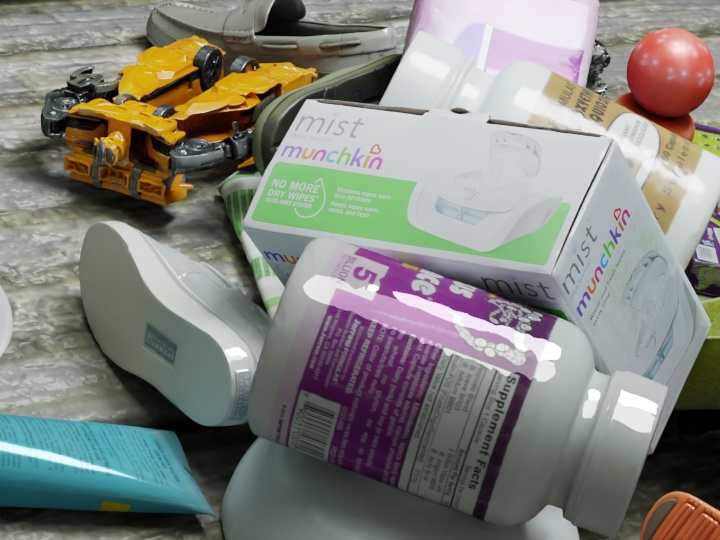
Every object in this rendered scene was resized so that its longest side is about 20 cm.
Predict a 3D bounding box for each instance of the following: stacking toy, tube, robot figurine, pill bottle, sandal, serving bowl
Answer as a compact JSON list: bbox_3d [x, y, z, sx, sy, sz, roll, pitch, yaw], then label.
[{"bbox_3d":[0.170,-0.061,1.775,0.085,0.201,0.085,12,29,-7],"label":"stacking toy"},{"bbox_3d":[-0.176,0.099,1.490,0.199,0.051,0.078,6,35,-28],"label":"tube"},{"bbox_3d":[-0.115,-0.096,1.825,0.144,0.058,0.200,17,27,22],"label":"robot figurine"},{"bbox_3d":[0.104,-0.057,1.667,0.199,0.115,0.114,27,30,2],"label":"pill bottle"},{"bbox_3d":[-0.012,-0.096,1.834,0.057,0.080,0.201,0,7,38],"label":"sandal"},{"bbox_3d":[0.051,0.064,1.459,0.199,0.113,0.112,20,29,5],"label":"pill bottle"},{"bbox_3d":[0.029,0.124,1.527,0.199,0.066,0.200,13,29,-8],"label":"serving bowl"}]

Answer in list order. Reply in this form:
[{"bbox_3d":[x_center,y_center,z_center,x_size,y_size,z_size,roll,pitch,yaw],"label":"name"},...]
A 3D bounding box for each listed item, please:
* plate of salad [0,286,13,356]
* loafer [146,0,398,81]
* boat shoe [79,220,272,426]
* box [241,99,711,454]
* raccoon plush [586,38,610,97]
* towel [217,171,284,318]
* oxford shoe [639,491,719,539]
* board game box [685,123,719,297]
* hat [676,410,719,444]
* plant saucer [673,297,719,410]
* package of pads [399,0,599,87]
[{"bbox_3d":[-0.290,0.006,1.584,0.199,0.048,0.200,12,30,-7],"label":"plate of salad"},{"bbox_3d":[-0.058,-0.159,1.940,0.199,0.070,0.070,16,25,26],"label":"loafer"},{"bbox_3d":[-0.093,0.027,1.607,0.068,0.072,0.200,0,18,-34],"label":"boat shoe"},{"bbox_3d":[0.067,0.000,1.570,0.199,0.177,0.097,10,61,32],"label":"box"},{"bbox_3d":[0.118,-0.081,1.941,0.097,0.135,0.200,-27,16,-34],"label":"raccoon plush"},{"bbox_3d":[0.000,0.000,1.770,0.152,0.023,0.200,4,33,-21],"label":"towel"},{"bbox_3d":[0.225,0.194,1.523,0.073,0.071,0.200,14,27,-48],"label":"oxford shoe"},{"bbox_3d":[0.272,-0.036,1.962,0.119,0.032,0.200,9,31,-5],"label":"board game box"},{"bbox_3d":[0.285,0.109,1.653,0.200,0.081,0.201,-8,4,1],"label":"hat"},{"bbox_3d":[0.232,0.048,1.705,0.199,0.048,0.200,-11,5,-40],"label":"plant saucer"},{"bbox_3d":[0.077,-0.096,1.789,0.120,0.076,0.201,14,61,-2],"label":"package of pads"}]
